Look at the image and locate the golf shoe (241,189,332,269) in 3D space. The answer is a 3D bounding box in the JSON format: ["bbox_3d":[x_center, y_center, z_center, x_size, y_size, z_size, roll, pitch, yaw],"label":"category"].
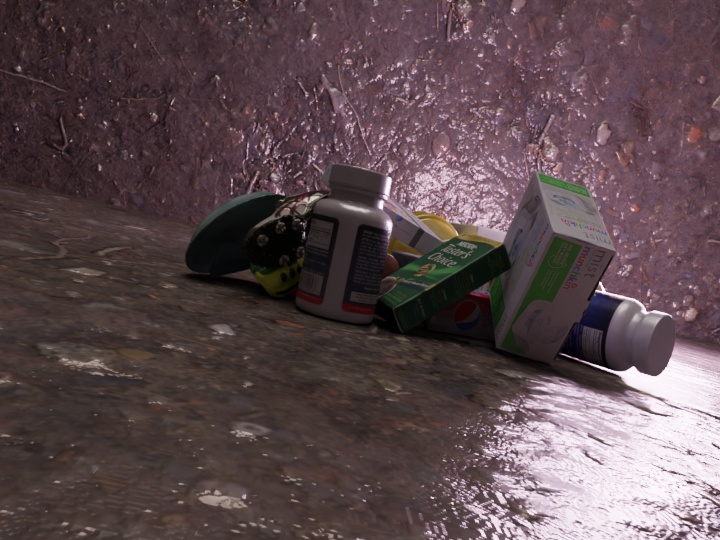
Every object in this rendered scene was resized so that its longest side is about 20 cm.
[{"bbox_3d":[-0.106,-0.066,0.916,0.087,0.080,0.197,24,38,37],"label":"golf shoe"}]

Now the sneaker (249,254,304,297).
[{"bbox_3d":[-0.099,-0.034,0.973,0.082,0.075,0.199,34,36,15],"label":"sneaker"}]

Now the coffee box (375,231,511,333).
[{"bbox_3d":[0.113,0.012,0.912,0.196,0.045,0.123,-29,20,-12],"label":"coffee box"}]

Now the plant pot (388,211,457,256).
[{"bbox_3d":[0.156,-0.018,1.351,0.195,0.208,0.188,11,9,-22],"label":"plant pot"}]

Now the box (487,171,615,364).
[{"bbox_3d":[0.268,-0.004,0.890,0.094,0.204,0.179,15,35,-3],"label":"box"}]

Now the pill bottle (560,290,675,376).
[{"bbox_3d":[0.393,0.096,0.994,0.113,0.120,0.197,10,4,-41],"label":"pill bottle"}]

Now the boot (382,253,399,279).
[{"bbox_3d":[0.000,0.000,1.041,0.145,0.070,0.202,35,-18,32],"label":"boot"}]

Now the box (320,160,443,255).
[{"bbox_3d":[0.036,-0.106,1.071,0.196,0.042,0.156,27,15,-31],"label":"box"}]

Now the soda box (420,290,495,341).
[{"bbox_3d":[0.189,0.071,1.002,0.194,0.072,0.063,11,8,-19],"label":"soda box"}]

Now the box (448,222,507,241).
[{"bbox_3d":[0.269,-0.007,1.530,0.103,0.207,0.151,9,4,-28],"label":"box"}]

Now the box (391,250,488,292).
[{"bbox_3d":[0.172,0.041,1.157,0.194,0.109,0.183,10,4,-27],"label":"box"}]

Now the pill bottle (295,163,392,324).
[{"bbox_3d":[-0.017,-0.038,0.865,0.115,0.207,0.120,13,3,-1],"label":"pill bottle"}]

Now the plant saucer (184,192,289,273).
[{"bbox_3d":[-0.197,-0.071,0.980,0.039,0.199,0.200,56,18,15],"label":"plant saucer"}]

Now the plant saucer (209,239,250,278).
[{"bbox_3d":[-0.155,-0.034,1.004,0.196,0.070,0.019,-14,60,-40],"label":"plant saucer"}]

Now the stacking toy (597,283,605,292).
[{"bbox_3d":[0.454,0.101,1.394,0.196,0.152,0.144,-10,-13,42],"label":"stacking toy"}]

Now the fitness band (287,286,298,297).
[{"bbox_3d":[-0.092,0.022,1.061,0.139,0.039,0.199,12,4,-24],"label":"fitness band"}]
